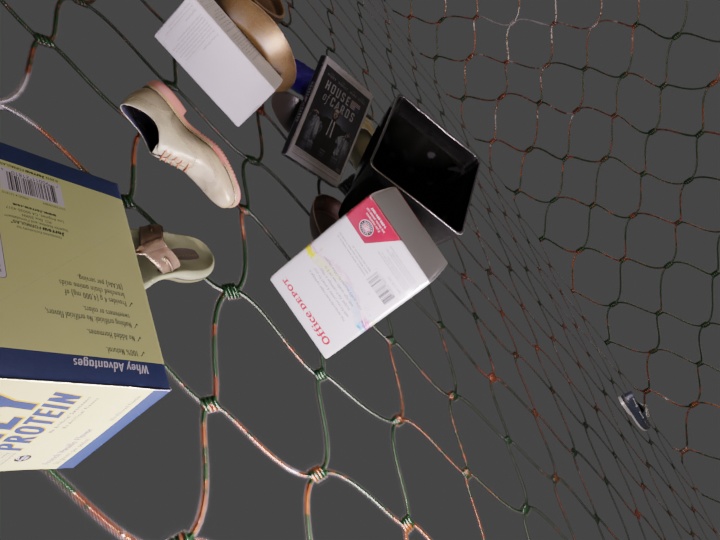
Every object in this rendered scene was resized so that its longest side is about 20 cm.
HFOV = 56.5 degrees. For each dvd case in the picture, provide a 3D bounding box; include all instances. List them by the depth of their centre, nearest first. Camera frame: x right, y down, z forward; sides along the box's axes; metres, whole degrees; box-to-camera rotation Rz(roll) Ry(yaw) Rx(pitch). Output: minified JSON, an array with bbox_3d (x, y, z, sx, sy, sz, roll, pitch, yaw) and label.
[{"bbox_3d":[-0.060,-0.283,1.290,0.024,0.204,0.149,18,-6,43],"label":"dvd case"}]

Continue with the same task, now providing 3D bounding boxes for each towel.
[{"bbox_3d":[-0.113,-0.391,1.371,0.198,0.050,0.147,33,18,23],"label":"towel"}]

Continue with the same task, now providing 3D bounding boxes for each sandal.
[{"bbox_3d":[-0.228,-0.024,0.748,0.081,0.057,0.200,57,23,8],"label":"sandal"}]

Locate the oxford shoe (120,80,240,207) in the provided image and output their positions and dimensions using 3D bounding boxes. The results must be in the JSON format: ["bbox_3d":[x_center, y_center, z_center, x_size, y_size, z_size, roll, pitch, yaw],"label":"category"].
[{"bbox_3d":[-0.245,-0.157,0.907,0.201,0.071,0.074,49,44,-6],"label":"oxford shoe"}]

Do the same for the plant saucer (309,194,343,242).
[{"bbox_3d":[-0.027,-0.044,1.196,0.200,0.034,0.202,44,25,-27],"label":"plant saucer"}]

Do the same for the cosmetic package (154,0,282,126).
[{"bbox_3d":[-0.237,-0.359,1.132,0.200,0.101,0.075,47,25,-19],"label":"cosmetic package"}]

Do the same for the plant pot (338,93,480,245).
[{"bbox_3d":[0.072,-0.147,1.197,0.198,0.177,0.202,35,50,-16],"label":"plant pot"}]

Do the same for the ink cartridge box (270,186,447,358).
[{"bbox_3d":[0.000,0.000,0.980,0.147,0.199,0.144,54,21,1],"label":"ink cartridge box"}]

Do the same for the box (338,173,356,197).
[{"bbox_3d":[0.046,-0.102,1.367,0.202,0.047,0.193,56,15,1],"label":"box"}]

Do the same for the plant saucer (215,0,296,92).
[{"bbox_3d":[-0.203,-0.396,1.201,0.201,0.199,0.036,48,65,-16],"label":"plant saucer"}]

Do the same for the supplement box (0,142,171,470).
[{"bbox_3d":[-0.275,0.025,0.490,0.199,0.133,0.203,19,41,-54],"label":"supplement box"}]

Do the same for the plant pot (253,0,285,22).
[{"bbox_3d":[-0.257,-0.581,1.403,0.200,0.092,0.202,43,25,-25],"label":"plant pot"}]

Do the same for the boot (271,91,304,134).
[{"bbox_3d":[-0.113,-0.339,1.399,0.186,0.064,0.202,43,24,-31],"label":"boot"}]

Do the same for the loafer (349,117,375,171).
[{"bbox_3d":[0.008,-0.263,1.464,0.200,0.074,0.070,51,24,-62],"label":"loafer"}]

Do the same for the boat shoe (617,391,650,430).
[{"bbox_3d":[1.001,0.504,2.413,0.200,0.061,0.075,46,22,-21],"label":"boat shoe"}]
